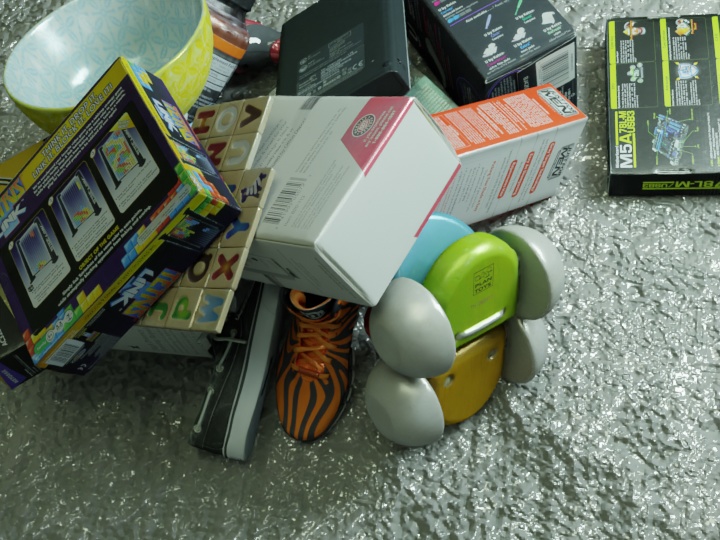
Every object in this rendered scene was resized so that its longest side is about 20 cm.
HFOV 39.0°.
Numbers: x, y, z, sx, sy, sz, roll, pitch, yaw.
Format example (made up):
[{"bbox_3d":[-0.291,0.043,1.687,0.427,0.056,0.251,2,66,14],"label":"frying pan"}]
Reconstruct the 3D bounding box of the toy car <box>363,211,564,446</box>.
[{"bbox_3d":[0.067,0.035,0.869,0.175,0.200,0.150,-26,51,-26],"label":"toy car"}]

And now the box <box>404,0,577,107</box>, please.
[{"bbox_3d":[0.128,-0.245,1.055,0.106,0.122,0.200,-28,60,-5],"label":"box"}]

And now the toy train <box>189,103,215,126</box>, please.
[{"bbox_3d":[-0.154,-0.096,0.990,0.086,0.200,0.115,30,103,-5],"label":"toy train"}]

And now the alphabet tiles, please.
[{"bbox_3d":[-0.133,-0.048,0.822,0.167,0.008,0.201,1,68,46],"label":"alphabet tiles"}]

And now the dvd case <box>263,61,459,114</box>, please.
[{"bbox_3d":[0.010,-0.156,1.049,0.146,0.022,0.200,-44,73,-2],"label":"dvd case"}]

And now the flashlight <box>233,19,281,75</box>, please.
[{"bbox_3d":[-0.072,-0.239,1.123,0.199,0.068,0.068,12,73,17],"label":"flashlight"}]

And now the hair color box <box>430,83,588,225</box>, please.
[{"bbox_3d":[0.108,-0.100,0.947,0.199,0.102,0.061,-18,53,-31],"label":"hair color box"}]

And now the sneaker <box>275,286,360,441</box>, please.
[{"bbox_3d":[-0.044,0.054,0.893,0.077,0.112,0.201,11,89,13],"label":"sneaker"}]

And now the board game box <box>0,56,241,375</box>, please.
[{"bbox_3d":[-0.209,-0.043,0.820,0.200,0.057,0.166,-43,57,16],"label":"board game box"}]

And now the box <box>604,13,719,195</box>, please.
[{"bbox_3d":[0.343,-0.168,1.017,0.192,0.048,0.201,-2,61,13],"label":"box"}]

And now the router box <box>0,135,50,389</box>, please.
[{"bbox_3d":[-0.294,-0.016,0.930,0.157,0.052,0.200,-32,59,-7],"label":"router box"}]

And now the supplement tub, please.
[{"bbox_3d":[-0.187,-0.223,1.069,0.107,0.107,0.200,38,102,27],"label":"supplement tub"}]

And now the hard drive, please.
[{"bbox_3d":[-0.020,-0.210,0.989,0.139,0.033,0.200,-26,40,23],"label":"hard drive"}]

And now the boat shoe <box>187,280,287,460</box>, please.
[{"bbox_3d":[-0.111,0.068,0.924,0.068,0.074,0.200,14,93,4],"label":"boat shoe"}]

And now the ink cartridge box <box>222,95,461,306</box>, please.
[{"bbox_3d":[-0.040,-0.064,0.827,0.200,0.083,0.147,11,62,48],"label":"ink cartridge box"}]

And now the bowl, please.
[{"bbox_3d":[-0.220,-0.175,0.957,0.199,0.108,0.201,-10,45,10],"label":"bowl"}]

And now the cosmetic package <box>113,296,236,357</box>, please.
[{"bbox_3d":[-0.231,0.028,0.981,0.199,0.102,0.074,2,61,14],"label":"cosmetic package"}]
